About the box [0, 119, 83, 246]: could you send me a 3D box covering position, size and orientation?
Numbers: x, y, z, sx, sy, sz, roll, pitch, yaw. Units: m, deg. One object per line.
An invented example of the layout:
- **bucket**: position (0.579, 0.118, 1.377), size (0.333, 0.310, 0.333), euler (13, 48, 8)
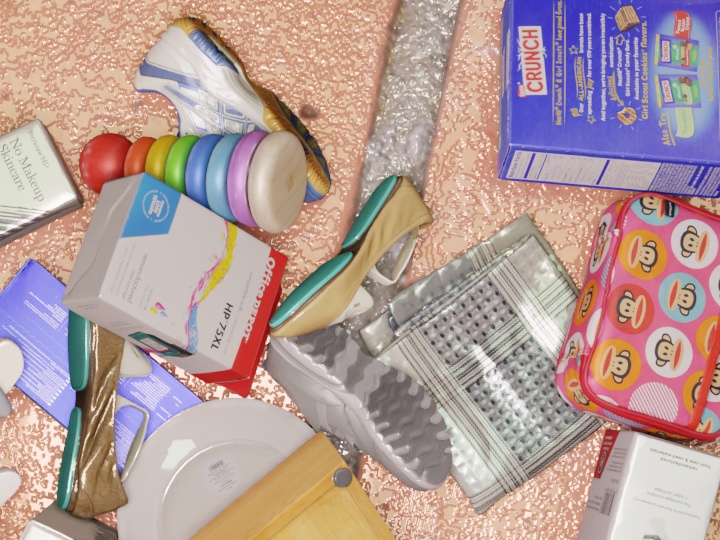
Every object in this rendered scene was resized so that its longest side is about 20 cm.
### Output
- **box**: position (-0.344, -0.049, 1.667), size (0.199, 0.068, 0.083), euler (-28, 88, -4)

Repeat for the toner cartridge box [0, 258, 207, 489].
- **toner cartridge box**: position (-0.237, 0.089, 1.684), size (0.200, 0.043, 0.095), euler (40, 86, 1)

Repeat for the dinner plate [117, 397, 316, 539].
- **dinner plate**: position (-0.109, 0.210, 1.669), size (0.199, 0.024, 0.202), euler (-1, 94, -14)

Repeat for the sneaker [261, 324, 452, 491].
- **sneaker**: position (-0.003, 0.118, 1.679), size (0.200, 0.082, 0.075), euler (45, 49, 11)

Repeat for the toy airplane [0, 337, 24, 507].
- **toy airplane**: position (-0.379, 0.158, 1.623), size (0.197, 0.141, 0.202), euler (-2, 86, -3)

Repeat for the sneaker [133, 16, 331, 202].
- **sneaker**: position (-0.112, -0.125, 1.701), size (0.088, 0.075, 0.200), euler (-43, 88, 13)

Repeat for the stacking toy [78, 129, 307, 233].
- **stacking toy**: position (-0.149, -0.085, 1.655), size (0.199, 0.085, 0.086), euler (8, 85, 24)

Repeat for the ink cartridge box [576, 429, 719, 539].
- **ink cartridge box**: position (0.231, 0.242, 1.646), size (0.083, 0.144, 0.201), euler (17, 86, -2)

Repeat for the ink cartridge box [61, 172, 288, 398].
- **ink cartridge box**: position (-0.138, 0.017, 1.626), size (0.199, 0.067, 0.117), euler (30, 66, -32)

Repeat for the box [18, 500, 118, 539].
- **box**: position (-0.248, 0.244, 1.594), size (0.068, 0.200, 0.083), euler (26, 88, -3)

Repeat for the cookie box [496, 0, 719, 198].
- **cookie box**: position (0.220, -0.159, 1.684), size (0.198, 0.075, 0.172), euler (5, 65, -3)

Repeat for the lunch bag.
- **lunch bag**: position (0.274, 0.047, 1.687), size (0.175, 0.082, 0.201), euler (19, 78, -13)

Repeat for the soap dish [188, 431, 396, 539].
- **soap dish**: position (-0.031, 0.262, 1.630), size (0.157, 0.081, 0.201), euler (-37, 103, -22)

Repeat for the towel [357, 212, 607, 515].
- **towel**: position (0.122, 0.079, 1.707), size (0.192, 0.035, 0.201), euler (-35, 88, -4)

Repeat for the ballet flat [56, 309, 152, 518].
- **ballet flat**: position (-0.212, 0.108, 1.635), size (0.072, 0.068, 0.202), euler (5, 84, -23)

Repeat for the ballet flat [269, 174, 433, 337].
- **ballet flat**: position (0.000, 0.000, 1.665), size (0.063, 0.069, 0.200), euler (46, 60, -13)
